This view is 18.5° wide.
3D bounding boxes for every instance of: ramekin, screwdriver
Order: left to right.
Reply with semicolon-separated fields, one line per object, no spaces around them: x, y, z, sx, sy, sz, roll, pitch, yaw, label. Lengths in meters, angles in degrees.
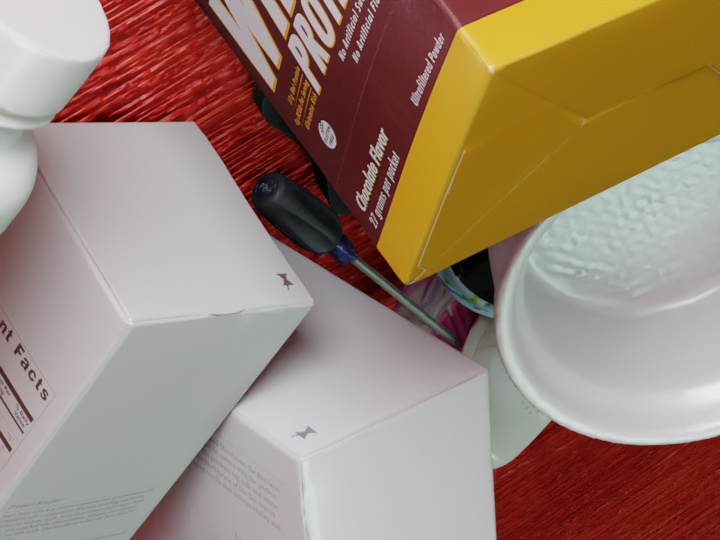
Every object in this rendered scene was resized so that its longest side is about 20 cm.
0.000;0.000;1.221;0.029;0.028;0.200;-7;150;28;screwdriver
0.155;-0.018;1.098;0.198;0.098;0.202;-5;131;-6;ramekin

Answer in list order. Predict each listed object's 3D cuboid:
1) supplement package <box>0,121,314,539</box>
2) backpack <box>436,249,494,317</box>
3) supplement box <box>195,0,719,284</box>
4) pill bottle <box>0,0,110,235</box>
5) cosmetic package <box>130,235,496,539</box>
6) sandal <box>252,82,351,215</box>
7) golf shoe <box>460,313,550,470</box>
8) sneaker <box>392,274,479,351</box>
-0.139;0.040;1.039;0.121;0.120;0.200;-4;142;-49;supplement package
0.126;-0.046;1.227;0.199;0.164;0.154;-24;178;-11;backpack
0.052;-0.141;0.860;0.196;0.201;0.133;-25;156;-27;supplement box
-0.186;-0.040;0.821;0.200;0.115;0.114;-47;156;23;pill bottle
-0.033;0.117;1.155;0.122;0.199;0.202;-24;125;-29;cosmetic package
0.001;-0.072;1.124;0.075;0.048;0.201;-37;158;0;sandal
0.124;0.034;1.293;0.075;0.091;0.201;51;61;-33;golf shoe
0.076;0.006;1.368;0.088;0.082;0.200;2;-146;48;sneaker
